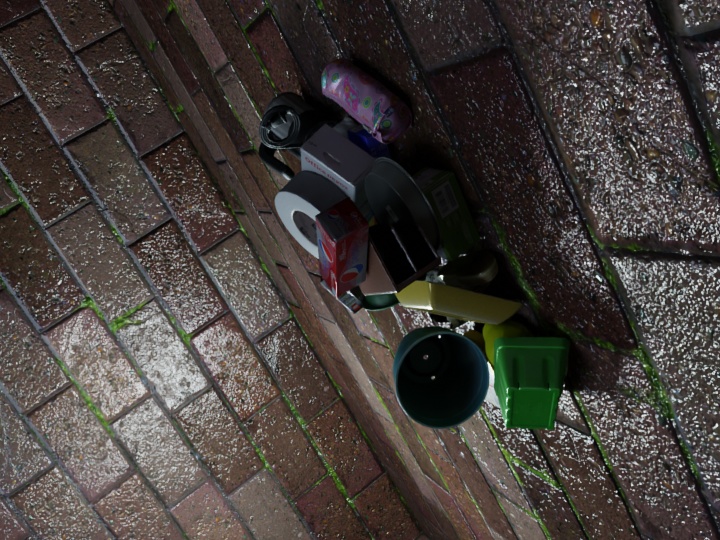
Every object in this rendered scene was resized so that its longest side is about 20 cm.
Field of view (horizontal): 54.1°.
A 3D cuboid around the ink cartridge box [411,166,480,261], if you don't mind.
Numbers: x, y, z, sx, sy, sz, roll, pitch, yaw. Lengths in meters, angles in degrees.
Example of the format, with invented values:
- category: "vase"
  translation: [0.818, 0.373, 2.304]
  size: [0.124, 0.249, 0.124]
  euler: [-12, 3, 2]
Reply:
- category: "ink cartridge box"
  translation: [0.122, -0.117, 1.347]
  size: [0.200, 0.075, 0.149]
  euler: [29, 149, 61]

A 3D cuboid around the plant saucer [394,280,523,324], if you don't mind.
- category: "plant saucer"
  translation: [0.172, 0.062, 1.334]
  size: [0.197, 0.049, 0.200]
  euler: [13, 176, -19]

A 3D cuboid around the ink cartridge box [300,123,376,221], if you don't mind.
- category: "ink cartridge box"
  translation: [-0.044, -0.179, 1.450]
  size: [0.144, 0.085, 0.201]
  euler: [37, 157, 16]

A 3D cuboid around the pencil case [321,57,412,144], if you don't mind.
- category: "pencil case"
  translation: [0.007, -0.311, 1.292]
  size: [0.200, 0.087, 0.088]
  euler: [47, 162, 33]

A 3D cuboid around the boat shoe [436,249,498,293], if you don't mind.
- category: "boat shoe"
  translation: [0.215, 0.010, 1.344]
  size: [0.067, 0.074, 0.200]
  euler: [47, 169, -10]

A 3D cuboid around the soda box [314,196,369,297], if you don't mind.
- category: "soda box"
  translation: [-0.030, -0.035, 1.205]
  size: [0.064, 0.069, 0.201]
  euler: [54, 164, 22]

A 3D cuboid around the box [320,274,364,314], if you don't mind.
- category: "box"
  translation: [-0.037, -0.002, 1.578]
  size: [0.110, 0.035, 0.201]
  euler: [44, -158, -23]

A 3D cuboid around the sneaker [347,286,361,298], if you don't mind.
- category: "sneaker"
  translation: [0.000, 0.000, 1.451]
  size: [0.076, 0.091, 0.200]
  euler: [36, -168, 11]

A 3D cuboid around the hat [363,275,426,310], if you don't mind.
- category: "hat"
  translation: [0.048, -0.039, 1.560]
  size: [0.177, 0.198, 0.166]
  euler: [60, 174, -29]

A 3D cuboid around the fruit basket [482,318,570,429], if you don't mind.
- category: "fruit basket"
  translation: [0.305, 0.169, 1.318]
  size: [0.215, 0.153, 0.220]
  euler: [0, -90, -80]

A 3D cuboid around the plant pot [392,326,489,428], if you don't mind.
- category: "plant pot"
  translation: [0.154, 0.207, 1.512]
  size: [0.202, 0.198, 0.188]
  euler: [59, 178, -12]

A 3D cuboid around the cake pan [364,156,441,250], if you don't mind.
- category: "cake pan"
  translation: [0.072, -0.112, 1.298]
  size: [0.201, 0.036, 0.201]
  euler: [51, 163, 21]

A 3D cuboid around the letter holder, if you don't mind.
- category: "letter holder"
  translation: [0.040, -0.043, 1.282]
  size: [0.143, 0.100, 0.200]
  euler: [59, 164, -5]

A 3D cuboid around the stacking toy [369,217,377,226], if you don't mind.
- category: "stacking toy"
  translation: [-0.009, -0.125, 1.637]
  size: [0.117, 0.109, 0.200]
  euler: [51, 167, 14]

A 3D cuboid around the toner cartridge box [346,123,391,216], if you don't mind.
- category: "toner cartridge box"
  translation: [0.036, -0.197, 1.461]
  size: [0.095, 0.043, 0.202]
  euler: [39, 151, 59]

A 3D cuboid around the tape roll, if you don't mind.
- category: "tape roll"
  translation: [-0.083, -0.104, 1.451]
  size: [0.199, 0.066, 0.201]
  euler: [36, 157, 18]

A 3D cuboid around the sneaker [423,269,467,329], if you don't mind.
- category: "sneaker"
  translation: [0.171, 0.063, 1.533]
  size: [0.200, 0.087, 0.076]
  euler: [32, 154, 59]

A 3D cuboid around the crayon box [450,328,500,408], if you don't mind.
- category: "crayon box"
  translation: [0.284, 0.210, 1.549]
  size: [0.202, 0.051, 0.125]
  euler: [62, 163, -20]

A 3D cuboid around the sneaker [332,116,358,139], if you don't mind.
- category: "sneaker"
  translation: [-0.018, -0.229, 1.538]
  size: [0.070, 0.080, 0.202]
  euler: [27, 149, 56]

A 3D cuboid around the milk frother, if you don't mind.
- category: "milk frother"
  translation: [-0.162, -0.329, 1.575]
  size: [0.188, 0.180, 0.201]
  euler: [40, 161, 41]
